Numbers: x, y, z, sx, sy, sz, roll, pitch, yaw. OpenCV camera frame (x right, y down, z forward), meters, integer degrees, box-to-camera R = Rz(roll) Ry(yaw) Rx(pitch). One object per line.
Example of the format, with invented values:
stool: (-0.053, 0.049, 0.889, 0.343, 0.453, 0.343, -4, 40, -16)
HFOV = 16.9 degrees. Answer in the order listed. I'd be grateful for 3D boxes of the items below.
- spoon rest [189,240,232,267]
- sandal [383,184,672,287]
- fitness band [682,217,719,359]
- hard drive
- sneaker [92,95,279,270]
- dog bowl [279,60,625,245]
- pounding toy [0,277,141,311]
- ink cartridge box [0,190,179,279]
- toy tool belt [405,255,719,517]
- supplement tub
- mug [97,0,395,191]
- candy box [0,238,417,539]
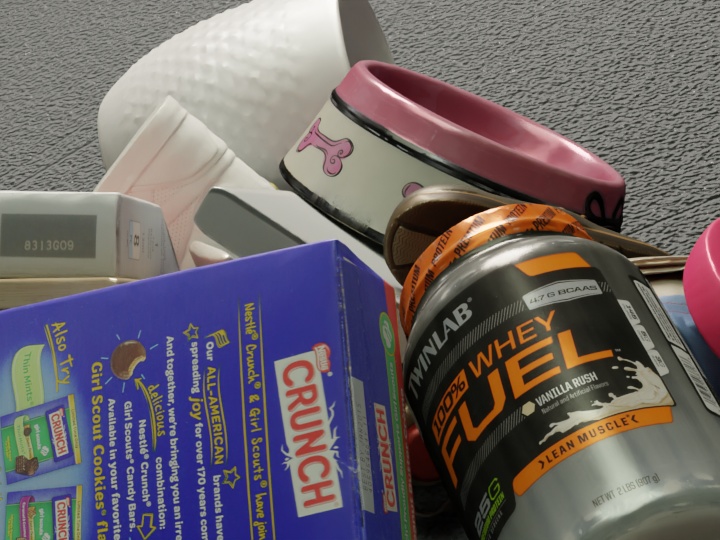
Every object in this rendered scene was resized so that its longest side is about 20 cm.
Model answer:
spoon rest: (-0.142, 0.070, 1.378, 0.200, 0.061, 0.099, -42, 34, -19)
sandal: (0.094, 0.002, 1.238, 0.199, 0.082, 0.055, 19, 23, -26)
fitness band: (0.245, 0.036, 1.139, 0.199, 0.038, 0.144, 28, 38, 2)
hard drive: (0.000, 0.000, 1.267, 0.131, 0.027, 0.200, 33, 9, 11)
sneaker: (-0.130, 0.010, 1.448, 0.200, 0.115, 0.074, -52, 10, 8)
dog bowl: (0.059, -0.050, 1.345, 0.199, 0.074, 0.200, 23, 11, -5)
pounding toy: (-0.158, 0.105, 1.178, 0.183, 0.202, 0.142, -1, -4, 26)
ink cartridge box: (-0.175, -0.014, 1.285, 0.159, 0.048, 0.200, 0, -2, 11)
toy tool belt: (0.108, 0.067, 1.167, 0.199, 0.126, 0.123, -19, 19, -6)
supplement tub: (0.092, 0.071, 1.034, 0.122, 0.123, 0.201, -19, 45, -8)
mug: (-0.063, -0.091, 1.554, 0.174, 0.149, 0.200, -17, -4, 13)
candy box: (-0.079, 0.093, 1.044, 0.199, 0.077, 0.170, -12, 70, 21)
